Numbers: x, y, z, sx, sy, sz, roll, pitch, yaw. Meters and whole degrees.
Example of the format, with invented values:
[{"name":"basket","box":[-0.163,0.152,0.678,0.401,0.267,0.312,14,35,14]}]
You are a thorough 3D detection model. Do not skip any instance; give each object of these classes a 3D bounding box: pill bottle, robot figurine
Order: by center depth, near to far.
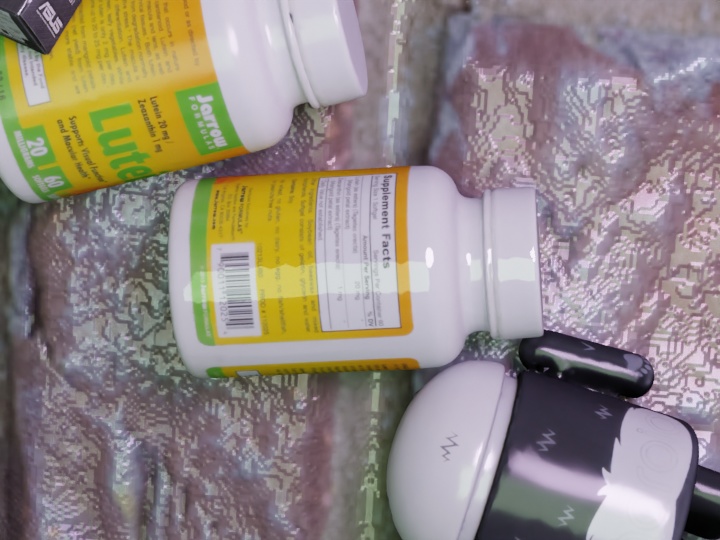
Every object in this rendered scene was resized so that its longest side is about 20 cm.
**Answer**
[{"name":"pill bottle","box":[-0.102,-0.112,1.106,0.198,0.111,0.112,-13,98,8]},{"name":"pill bottle","box":[0.000,0.000,1.123,0.198,0.111,0.112,-3,100,6]},{"name":"robot figurine","box":[0.112,0.126,1.130,0.198,0.151,0.126,17,123,2]}]

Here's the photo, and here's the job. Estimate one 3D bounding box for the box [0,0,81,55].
[{"name":"box","box":[-0.211,-0.222,1.078,0.199,0.048,0.159,25,77,20]}]
